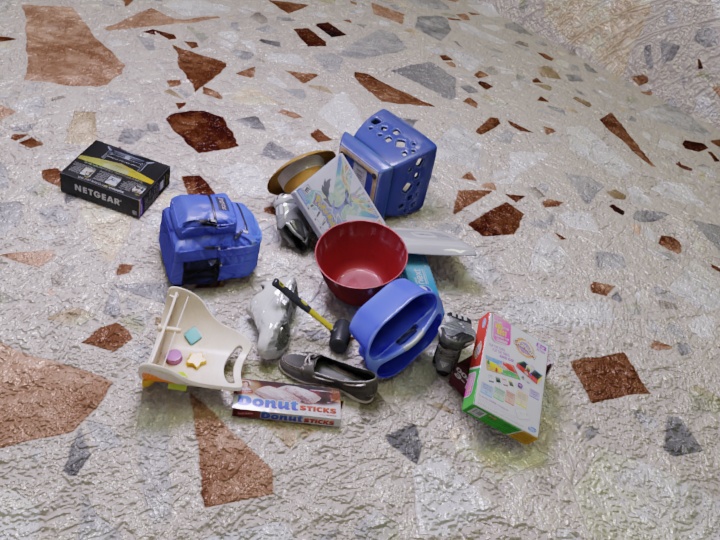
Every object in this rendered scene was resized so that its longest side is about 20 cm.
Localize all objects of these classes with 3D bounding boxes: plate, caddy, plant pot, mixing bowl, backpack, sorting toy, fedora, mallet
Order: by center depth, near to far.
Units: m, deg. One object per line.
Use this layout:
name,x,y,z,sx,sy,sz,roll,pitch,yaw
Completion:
sorting toy,-0.288,0.151,1.357,0.176,0.108,0.202,15,39,-7
caddy,0.075,0.115,1.459,0.199,0.143,0.104,-39,43,-17
mallet,-0.096,0.089,1.476,0.198,0.041,0.067,36,36,-25
backpack,-0.301,-0.067,1.559,0.195,0.170,0.165,-2,48,-26
mixing bowl,0.000,0.000,1.609,0.194,0.110,0.203,2,47,-2
plate,0.146,-0.069,1.744,0.195,0.033,0.199,3,11,-16
fedora,-0.127,-0.205,1.786,0.197,0.200,0.083,-18,76,-34
plant pot,0.049,-0.250,1.870,0.178,0.203,0.199,-29,56,-34

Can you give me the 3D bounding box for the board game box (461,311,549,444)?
board game box,0.278,0.201,1.427,0.151,0.040,0.203,29,54,-15

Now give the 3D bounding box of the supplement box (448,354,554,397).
supplement box,0.284,0.204,1.515,0.197,0.062,0.109,-23,54,-37

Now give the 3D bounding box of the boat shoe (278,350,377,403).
boat shoe,-0.058,0.186,1.424,0.195,0.058,0.067,20,39,5

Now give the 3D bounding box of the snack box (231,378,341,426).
snack box,-0.132,0.238,1.363,0.195,0.025,0.073,8,39,-10

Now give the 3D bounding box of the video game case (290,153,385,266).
video game case,-0.046,-0.138,1.723,0.182,0.022,0.202,-43,106,-37

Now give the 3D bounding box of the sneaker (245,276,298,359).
sneaker,-0.184,0.097,1.489,0.097,0.079,0.202,-1,40,11

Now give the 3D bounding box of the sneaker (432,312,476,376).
sneaker,0.178,0.159,1.479,0.073,0.118,0.200,19,11,9

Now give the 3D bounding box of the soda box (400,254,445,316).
soda box,0.124,0.045,1.643,0.062,0.069,0.202,3,41,-14

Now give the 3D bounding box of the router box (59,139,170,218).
router box,-0.558,-0.212,1.729,0.195,0.053,0.159,20,40,4

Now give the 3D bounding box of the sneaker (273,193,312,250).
sneaker,-0.113,-0.095,1.733,0.196,0.075,0.118,12,64,-31
